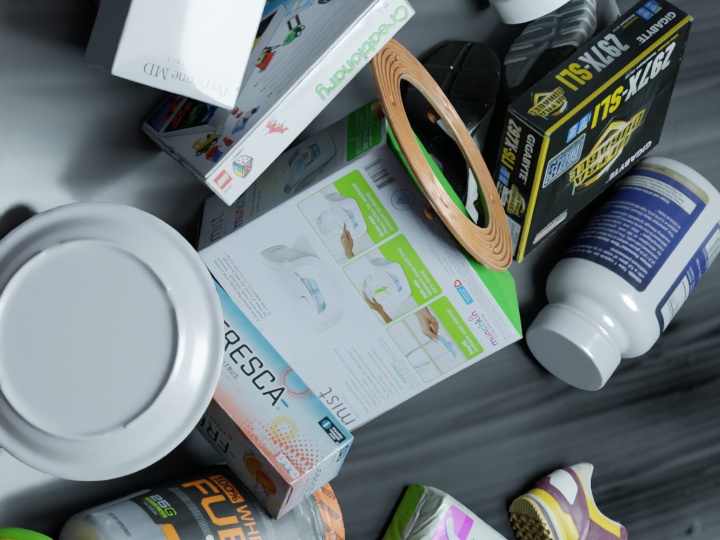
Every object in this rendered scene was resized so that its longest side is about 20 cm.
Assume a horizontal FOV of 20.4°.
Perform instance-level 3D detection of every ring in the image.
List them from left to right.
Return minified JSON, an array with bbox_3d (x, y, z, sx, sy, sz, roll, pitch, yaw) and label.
[{"bbox_3d":[0.058,-0.086,1.519,0.201,0.019,0.201,51,20,-27],"label":"ring"}]

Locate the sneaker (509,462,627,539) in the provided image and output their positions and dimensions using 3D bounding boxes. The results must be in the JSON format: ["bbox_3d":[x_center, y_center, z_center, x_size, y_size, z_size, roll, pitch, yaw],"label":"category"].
[{"bbox_3d":[0.208,0.269,1.774,0.090,0.075,0.201,-30,109,-26],"label":"sneaker"}]

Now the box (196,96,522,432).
[{"bbox_3d":[0.000,0.000,1.551,0.176,0.097,0.200,-30,115,16],"label":"box"}]

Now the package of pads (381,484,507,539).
[{"bbox_3d":[0.064,0.304,1.676,0.154,0.068,0.201,39,70,-29],"label":"package of pads"}]

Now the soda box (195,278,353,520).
[{"bbox_3d":[-0.097,0.084,1.494,0.068,0.064,0.200,-33,72,-29],"label":"soda box"}]

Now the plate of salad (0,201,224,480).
[{"bbox_3d":[-0.193,0.051,1.449,0.198,0.048,0.202,-1,84,8],"label":"plate of salad"}]

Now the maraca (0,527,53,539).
[{"bbox_3d":[-0.239,0.277,1.431,0.107,0.136,0.202,-42,129,-65],"label":"maraca"}]

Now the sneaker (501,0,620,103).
[{"bbox_3d":[0.192,-0.180,1.731,0.116,0.075,0.201,57,43,-32],"label":"sneaker"}]

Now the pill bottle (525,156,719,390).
[{"bbox_3d":[0.232,0.005,1.761,0.200,0.111,0.111,-51,118,-23],"label":"pill bottle"}]

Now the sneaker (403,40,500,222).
[{"bbox_3d":[0.073,-0.090,1.683,0.116,0.075,0.202,81,21,-54],"label":"sneaker"}]

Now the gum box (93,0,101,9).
[{"bbox_3d":[-0.113,-0.255,1.506,0.200,0.066,0.114,-38,113,-13],"label":"gum box"}]

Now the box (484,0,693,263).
[{"bbox_3d":[0.190,-0.121,1.684,0.200,0.049,0.160,-39,152,-31],"label":"box"}]

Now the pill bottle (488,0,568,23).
[{"bbox_3d":[0.110,-0.314,1.662,0.116,0.115,0.201,-44,115,-26],"label":"pill bottle"}]

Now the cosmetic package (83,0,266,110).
[{"bbox_3d":[-0.117,-0.228,1.433,0.101,0.071,0.202,14,96,-27],"label":"cosmetic package"}]

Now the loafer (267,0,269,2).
[{"bbox_3d":[-0.034,-0.248,1.603,0.200,0.063,0.072,-43,143,-13],"label":"loafer"}]

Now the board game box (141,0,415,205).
[{"bbox_3d":[-0.064,-0.150,1.499,0.200,0.126,0.035,-46,126,-4],"label":"board game box"}]

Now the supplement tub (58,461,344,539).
[{"bbox_3d":[-0.118,0.214,1.511,0.199,0.122,0.124,-17,101,-34],"label":"supplement tub"}]
